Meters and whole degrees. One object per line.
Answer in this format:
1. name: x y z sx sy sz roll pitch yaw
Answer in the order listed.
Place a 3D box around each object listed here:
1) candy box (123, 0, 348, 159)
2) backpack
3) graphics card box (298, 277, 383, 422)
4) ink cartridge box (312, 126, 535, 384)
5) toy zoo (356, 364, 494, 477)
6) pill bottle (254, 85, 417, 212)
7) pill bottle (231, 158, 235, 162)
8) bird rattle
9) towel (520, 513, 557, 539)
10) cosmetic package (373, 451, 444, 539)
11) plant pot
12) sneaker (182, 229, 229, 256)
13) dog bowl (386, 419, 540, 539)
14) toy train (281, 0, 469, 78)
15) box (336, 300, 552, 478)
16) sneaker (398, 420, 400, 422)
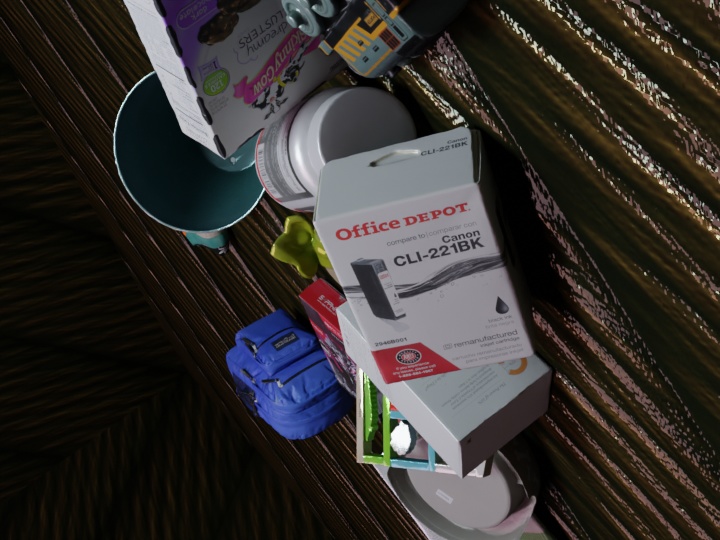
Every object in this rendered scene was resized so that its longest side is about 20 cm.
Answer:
1. candy box: -0.107 -0.228 0.980 0.072 0.168 0.200 34 156 37
2. backpack: -0.119 0.177 1.861 0.200 0.162 0.168 41 156 42
3. graphics card box: -0.012 0.118 1.636 0.125 0.051 0.200 38 158 45
4. ink cartridge box: 0.059 -0.008 0.971 0.084 0.144 0.200 -85 -23 -51
5. toy zoo: 0.083 0.162 1.267 0.200 0.020 0.131 -1 90 34
6. pill bottle: -0.025 -0.116 1.077 0.114 0.114 0.200 58 164 -11
7. pill bottle: -0.220 -0.137 1.601 0.113 0.113 0.200 54 164 3
8. bird rattle: 0.000 0.000 1.284 0.200 0.113 0.163 52 148 -2
9. towel: 0.183 0.312 1.440 0.200 0.023 0.153 52 154 -9
10. cosmetic package: 0.115 0.322 1.576 0.200 0.074 0.102 53 -162 9
11. plant pot: -0.182 -0.157 1.368 0.200 0.200 0.135 56 -160 -4
12. sneaker: -0.304 -0.088 2.017 0.200 0.071 0.080 37 153 43
13. dog bowl: 0.126 0.241 1.340 0.200 0.059 0.200 21 130 26
14. toy train: 0.009 -0.209 0.863 0.114 0.085 0.200 46 165 -6
15. box: 0.086 0.093 1.166 0.200 0.124 0.098 46 163 29
16. sneaker: 0.081 0.162 1.415 0.098 0.071 0.201 29 150 58
